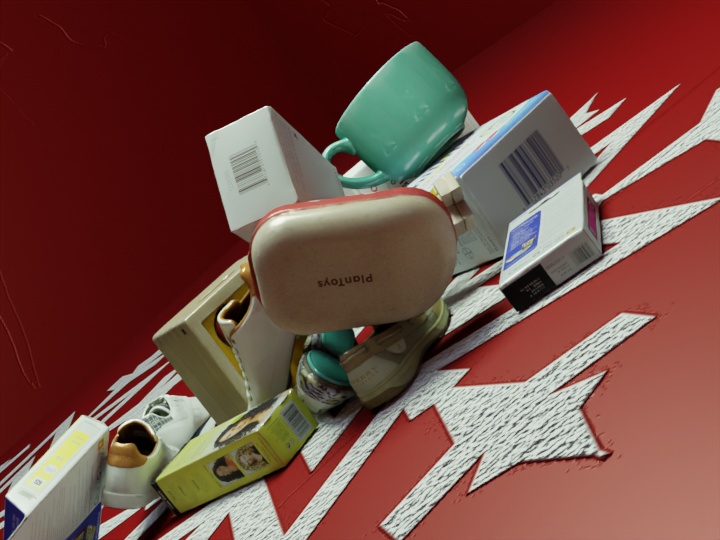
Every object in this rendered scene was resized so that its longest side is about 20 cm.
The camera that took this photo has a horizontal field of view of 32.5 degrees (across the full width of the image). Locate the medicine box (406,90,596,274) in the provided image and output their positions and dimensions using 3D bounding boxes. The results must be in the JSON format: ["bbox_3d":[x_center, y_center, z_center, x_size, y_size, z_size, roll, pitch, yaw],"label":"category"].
[{"bbox_3d":[0.138,-0.091,1.426,0.182,0.103,0.199,-43,10,-30],"label":"medicine box"}]

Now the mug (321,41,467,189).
[{"bbox_3d":[0.051,-0.174,1.531,0.185,0.114,0.152,-49,-5,24],"label":"mug"}]

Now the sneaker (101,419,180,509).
[{"bbox_3d":[-0.235,0.206,1.394,0.071,0.086,0.200,3,2,5],"label":"sneaker"}]

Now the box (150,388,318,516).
[{"bbox_3d":[-0.133,0.191,1.285,0.199,0.050,0.075,-32,11,41],"label":"box"}]

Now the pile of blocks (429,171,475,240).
[{"bbox_3d":[0.058,-0.009,1.306,0.081,0.063,0.201,-4,-43,-33],"label":"pile of blocks"}]

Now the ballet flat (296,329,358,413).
[{"bbox_3d":[-0.035,0.111,1.290,0.072,0.072,0.201,-36,9,10],"label":"ballet flat"}]

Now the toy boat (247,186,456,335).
[{"bbox_3d":[-0.007,-0.025,1.187,0.196,0.132,0.131,-8,32,3],"label":"toy boat"}]

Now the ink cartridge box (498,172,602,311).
[{"bbox_3d":[0.182,-0.032,1.182,0.094,0.037,0.200,-36,12,19],"label":"ink cartridge box"}]

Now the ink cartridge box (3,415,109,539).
[{"bbox_3d":[-0.336,0.287,1.295,0.200,0.046,0.200,-48,-24,-55],"label":"ink cartridge box"}]

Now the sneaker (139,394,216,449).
[{"bbox_3d":[-0.237,0.192,1.597,0.076,0.081,0.200,-38,7,5],"label":"sneaker"}]

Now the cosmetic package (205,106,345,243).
[{"bbox_3d":[-0.076,-0.077,1.292,0.080,0.115,0.200,-22,-17,14],"label":"cosmetic package"}]

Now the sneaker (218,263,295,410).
[{"bbox_3d":[-0.112,0.079,1.304,0.073,0.083,0.203,-101,21,-65],"label":"sneaker"}]

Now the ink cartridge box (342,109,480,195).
[{"bbox_3d":[0.082,-0.119,1.647,0.199,0.146,0.085,-40,8,-12],"label":"ink cartridge box"}]

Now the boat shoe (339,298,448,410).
[{"bbox_3d":[0.032,0.061,1.221,0.073,0.063,0.201,-32,11,32],"label":"boat shoe"}]

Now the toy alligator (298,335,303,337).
[{"bbox_3d":[0.000,0.000,1.379,0.199,0.055,0.059,-36,-35,9],"label":"toy alligator"}]

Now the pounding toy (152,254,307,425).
[{"bbox_3d":[-0.111,0.055,1.432,0.200,0.185,0.142,-43,11,-33],"label":"pounding toy"}]
